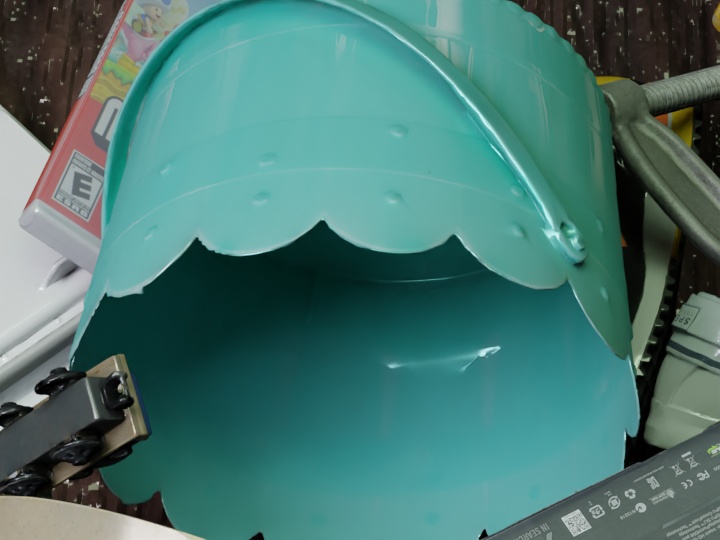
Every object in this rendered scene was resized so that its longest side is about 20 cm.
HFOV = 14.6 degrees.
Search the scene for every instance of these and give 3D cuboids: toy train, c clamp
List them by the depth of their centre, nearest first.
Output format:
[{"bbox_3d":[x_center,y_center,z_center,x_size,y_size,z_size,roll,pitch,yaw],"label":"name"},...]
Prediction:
[{"bbox_3d":[-0.137,0.080,0.971,0.046,0.200,0.034,4,62,-47],"label":"toy train"},{"bbox_3d":[0.154,-0.059,1.114,0.199,0.027,0.171,-10,51,-40],"label":"c clamp"}]

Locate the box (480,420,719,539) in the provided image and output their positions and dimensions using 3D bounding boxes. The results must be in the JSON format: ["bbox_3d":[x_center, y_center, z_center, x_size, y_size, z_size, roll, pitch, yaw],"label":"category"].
[{"bbox_3d":[0.145,0.129,0.947,0.199,0.051,0.158,-25,60,-18],"label":"box"}]

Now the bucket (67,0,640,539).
[{"bbox_3d":[0.000,0.000,0.995,0.206,0.208,0.135,5,51,-1],"label":"bucket"}]

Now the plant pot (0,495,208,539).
[{"bbox_3d":[-0.074,0.201,0.890,0.186,0.187,0.201,17,71,8],"label":"plant pot"}]

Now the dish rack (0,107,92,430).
[{"bbox_3d":[-0.193,0.001,1.093,0.200,0.044,0.172,-35,62,-28],"label":"dish rack"}]

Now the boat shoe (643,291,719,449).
[{"bbox_3d":[0.201,0.076,1.069,0.199,0.074,0.067,24,93,-1],"label":"boat shoe"}]

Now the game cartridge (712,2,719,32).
[{"bbox_3d":[0.257,-0.110,1.186,0.176,0.033,0.200,32,40,6],"label":"game cartridge"}]

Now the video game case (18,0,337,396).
[{"bbox_3d":[-0.042,-0.057,1.134,0.143,0.017,0.201,33,51,-16],"label":"video game case"}]

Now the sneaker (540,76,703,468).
[{"bbox_3d":[0.082,-0.002,1.116,0.089,0.070,0.201,9,47,8],"label":"sneaker"}]
